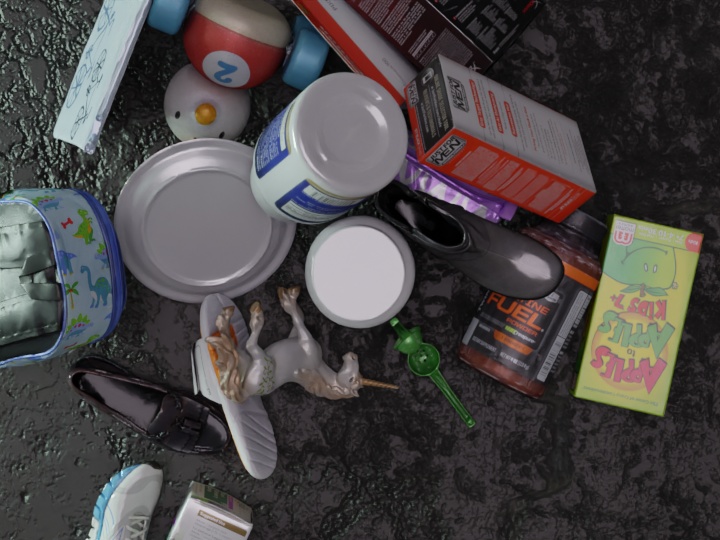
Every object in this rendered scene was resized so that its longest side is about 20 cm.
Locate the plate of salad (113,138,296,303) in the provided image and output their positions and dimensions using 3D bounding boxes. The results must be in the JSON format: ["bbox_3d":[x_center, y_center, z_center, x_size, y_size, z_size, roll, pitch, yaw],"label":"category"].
[{"bbox_3d":[-0.168,-0.055,1.564,0.197,0.048,0.202,-5,120,-9],"label":"plate of salad"}]

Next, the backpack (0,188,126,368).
[{"bbox_3d":[-0.331,0.002,1.516,0.199,0.146,0.185,-8,93,44],"label":"backpack"}]

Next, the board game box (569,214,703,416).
[{"bbox_3d":[0.301,0.048,1.578,0.100,0.048,0.202,12,92,1],"label":"board game box"}]

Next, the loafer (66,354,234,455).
[{"bbox_3d":[-0.233,0.154,1.585,0.198,0.063,0.073,24,92,1],"label":"loafer"}]

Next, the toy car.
[{"bbox_3d":[-0.154,-0.195,1.532,0.183,0.177,0.202,21,105,-11],"label":"toy car"}]

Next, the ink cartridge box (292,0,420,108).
[{"bbox_3d":[0.002,-0.239,1.500,0.057,0.200,0.163,-42,91,5],"label":"ink cartridge box"}]

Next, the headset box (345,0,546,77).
[{"bbox_3d":[0.077,-0.295,1.520,0.200,0.149,0.077,41,134,0],"label":"headset box"}]

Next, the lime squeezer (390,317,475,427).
[{"bbox_3d":[0.062,0.095,1.561,0.037,0.071,0.200,-25,133,12],"label":"lime squeezer"}]

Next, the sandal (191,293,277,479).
[{"bbox_3d":[-0.150,0.130,1.574,0.059,0.079,0.209,-18,83,28],"label":"sandal"}]

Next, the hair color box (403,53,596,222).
[{"bbox_3d":[0.142,-0.132,1.466,0.199,0.102,0.061,21,135,-34],"label":"hair color box"}]

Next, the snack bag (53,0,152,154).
[{"bbox_3d":[-0.266,-0.218,1.515,0.021,0.200,0.190,22,91,-23],"label":"snack bag"}]

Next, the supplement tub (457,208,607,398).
[{"bbox_3d":[0.190,0.028,1.551,0.106,0.107,0.202,26,92,0],"label":"supplement tub"}]

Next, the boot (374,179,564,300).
[{"bbox_3d":[0.108,-0.026,1.451,0.198,0.132,0.070,22,92,9],"label":"boot"}]

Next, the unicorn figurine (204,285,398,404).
[{"bbox_3d":[-0.075,0.090,1.566,0.198,0.074,0.139,-18,98,-24],"label":"unicorn figurine"}]

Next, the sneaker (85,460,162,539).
[{"bbox_3d":[-0.256,0.304,1.572,0.086,0.075,0.202,33,100,35],"label":"sneaker"}]

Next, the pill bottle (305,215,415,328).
[{"bbox_3d":[0.000,0.000,1.507,0.114,0.200,0.117,0,92,2],"label":"pill bottle"}]

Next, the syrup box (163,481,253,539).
[{"bbox_3d":[-0.192,0.341,1.577,0.081,0.079,0.202,24,92,-7],"label":"syrup box"}]

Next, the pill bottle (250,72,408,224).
[{"bbox_3d":[-0.041,-0.112,1.439,0.118,0.200,0.121,4,79,-20],"label":"pill bottle"}]

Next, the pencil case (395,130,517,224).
[{"bbox_3d":[0.070,-0.101,1.560,0.199,0.086,0.084,30,60,-2],"label":"pencil case"}]
